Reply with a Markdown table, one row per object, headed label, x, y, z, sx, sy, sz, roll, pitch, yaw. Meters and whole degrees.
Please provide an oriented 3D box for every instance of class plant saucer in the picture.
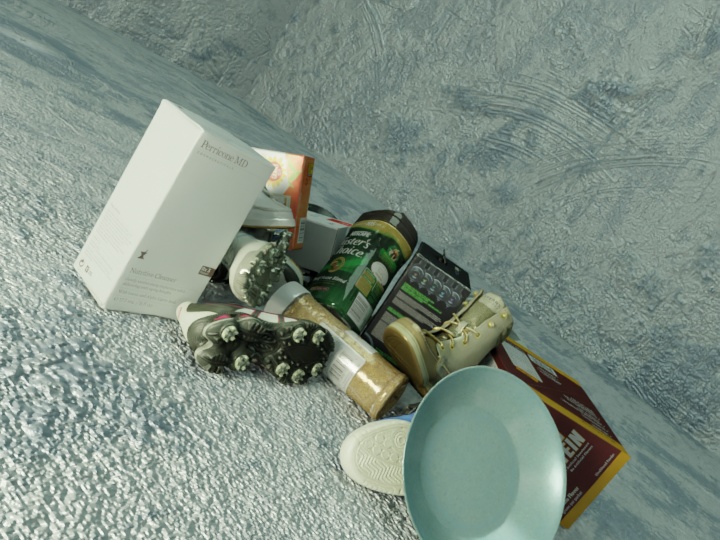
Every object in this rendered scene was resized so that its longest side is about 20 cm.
| label | x | y | z | sx | sy | sz | roll | pitch | yaw |
| --- | --- | --- | --- | --- | --- | --- | --- | --- | --- |
| plant saucer | 0.118 | 0.199 | 0.654 | 0.200 | 0.203 | 0.039 | 30 | -26 | -17 |

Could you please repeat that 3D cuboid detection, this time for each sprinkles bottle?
| label | x | y | z | sx | sy | sz | roll | pitch | yaw |
| --- | --- | --- | --- | --- | --- | --- | --- | --- | --- |
| sprinkles bottle | -0.034 | 0.098 | 0.829 | 0.199 | 0.069 | 0.068 | 39 | 12 | 20 |

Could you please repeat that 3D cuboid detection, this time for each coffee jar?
| label | x | y | z | sx | sy | sz | roll | pitch | yaw |
| --- | --- | --- | --- | --- | --- | --- | --- | --- | --- |
| coffee jar | 0.000 | 0.000 | 0.962 | 0.104 | 0.201 | 0.086 | -3 | -46 | 48 |

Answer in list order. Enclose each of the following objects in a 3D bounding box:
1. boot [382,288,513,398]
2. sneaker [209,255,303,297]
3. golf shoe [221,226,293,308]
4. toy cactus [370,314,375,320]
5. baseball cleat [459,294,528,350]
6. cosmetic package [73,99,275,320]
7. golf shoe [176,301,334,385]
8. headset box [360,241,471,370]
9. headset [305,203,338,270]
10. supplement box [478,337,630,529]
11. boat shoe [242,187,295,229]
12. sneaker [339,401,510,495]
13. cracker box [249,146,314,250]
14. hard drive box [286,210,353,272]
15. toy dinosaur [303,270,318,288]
| label | x | y | z | sx | sy | sz | roll | pitch | yaw |
| --- | --- | --- | --- | --- | --- | --- | --- | --- | --- |
| boot | 0.115 | 0.078 | 0.818 | 0.072 | 0.154 | 0.201 | 44 | -9 | 35 |
| sneaker | -0.171 | -0.003 | 0.894 | 0.198 | 0.076 | 0.088 | 27 | 28 | -17 |
| golf shoe | -0.143 | -0.013 | 0.782 | 0.096 | 0.079 | 0.200 | 17 | 10 | -2 |
| toy cactus | 0.088 | 0.075 | 1.147 | 0.163 | 0.104 | 0.199 | -6 | 3 | -31 |
| baseball cleat | 0.198 | 0.089 | 1.065 | 0.200 | 0.069 | 0.107 | 46 | 13 | -34 |
| cosmetic package | -0.191 | -0.057 | 0.682 | 0.081 | 0.201 | 0.112 | 40 | 14 | 33 |
| golf shoe | -0.108 | 0.070 | 0.726 | 0.088 | 0.078 | 0.199 | 34 | 8 | 40 |
| headset box | 0.077 | 0.061 | 0.961 | 0.092 | 0.201 | 0.174 | 34 | 12 | 3 |
| headset | -0.059 | -0.045 | 1.218 | 0.201 | 0.122 | 0.094 | 57 | 44 | -26 |
| supplement box | 0.227 | 0.208 | 0.927 | 0.196 | 0.133 | 0.200 | 32 | 15 | -11 |
| boat shoe | -0.153 | -0.098 | 0.835 | 0.199 | 0.070 | 0.070 | 21 | 13 | 41 |
| sneaker | 0.053 | 0.188 | 0.711 | 0.198 | 0.078 | 0.111 | -3 | -6 | -28 |
| cracker box | -0.174 | -0.112 | 0.958 | 0.197 | 0.136 | 0.058 | 11 | 7 | 11 |
| hard drive box | -0.123 | -0.064 | 1.072 | 0.198 | 0.078 | 0.156 | 17 | 8 | 6 |
| toy dinosaur | -0.085 | 0.024 | 1.060 | 0.199 | 0.048 | 0.088 | 25 | 21 | -48 |
